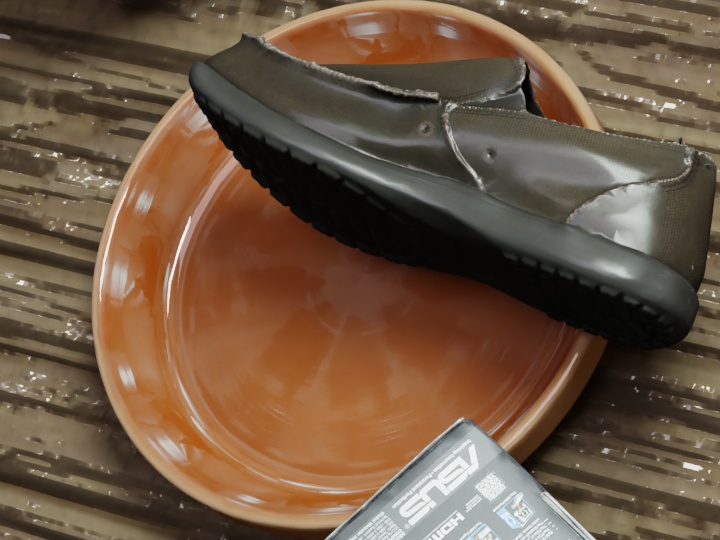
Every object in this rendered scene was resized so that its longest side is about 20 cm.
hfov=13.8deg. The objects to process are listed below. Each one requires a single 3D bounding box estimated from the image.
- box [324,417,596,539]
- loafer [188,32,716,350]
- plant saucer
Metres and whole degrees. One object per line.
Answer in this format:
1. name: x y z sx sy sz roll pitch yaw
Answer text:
1. box: 0.016 0.166 0.913 0.200 0.049 0.161 -41 67 -16
2. loafer: 0.034 -0.038 0.997 0.200 0.073 0.071 24 74 22
3. plant saucer: 0.000 0.000 1.049 0.200 0.032 0.201 -10 64 21
